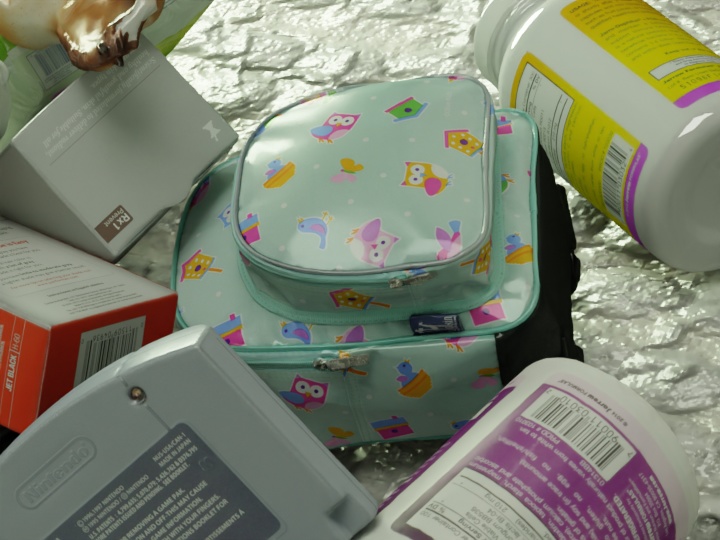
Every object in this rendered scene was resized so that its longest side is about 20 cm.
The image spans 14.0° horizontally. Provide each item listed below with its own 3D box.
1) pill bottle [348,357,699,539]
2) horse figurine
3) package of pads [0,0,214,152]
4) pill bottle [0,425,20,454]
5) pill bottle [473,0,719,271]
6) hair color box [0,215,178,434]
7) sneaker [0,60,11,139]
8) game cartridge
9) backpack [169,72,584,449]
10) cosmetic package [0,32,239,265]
[{"bbox_3d":[0.055,0.140,1.337,0.112,0.112,0.200,25,54,38],"label":"pill bottle"},{"bbox_3d":[-0.147,-0.156,1.516,0.200,0.050,0.133,13,62,44],"label":"horse figurine"},{"bbox_3d":[-0.164,-0.131,1.676,0.154,0.068,0.200,-38,1,-25],"label":"package of pads"},{"bbox_3d":[-0.203,0.097,1.473,0.200,0.112,0.112,26,55,40],"label":"pill bottle"},{"bbox_3d":[0.143,-0.088,1.576,0.104,0.104,0.200,-29,42,-15],"label":"pill bottle"},{"bbox_3d":[-0.200,0.013,1.450,0.200,0.061,0.101,23,22,31],"label":"hair color box"},{"bbox_3d":[-0.215,-0.087,1.500,0.073,0.200,0.071,32,76,-8],"label":"sneaker"},{"bbox_3d":[-0.104,0.118,1.337,0.200,0.133,0.041,-40,10,25],"label":"game cartridge"},{"bbox_3d":[0.000,0.000,1.491,0.200,0.153,0.176,-13,44,15],"label":"backpack"},{"bbox_3d":[-0.158,-0.036,1.552,0.090,0.200,0.107,46,57,-2],"label":"cosmetic package"}]
